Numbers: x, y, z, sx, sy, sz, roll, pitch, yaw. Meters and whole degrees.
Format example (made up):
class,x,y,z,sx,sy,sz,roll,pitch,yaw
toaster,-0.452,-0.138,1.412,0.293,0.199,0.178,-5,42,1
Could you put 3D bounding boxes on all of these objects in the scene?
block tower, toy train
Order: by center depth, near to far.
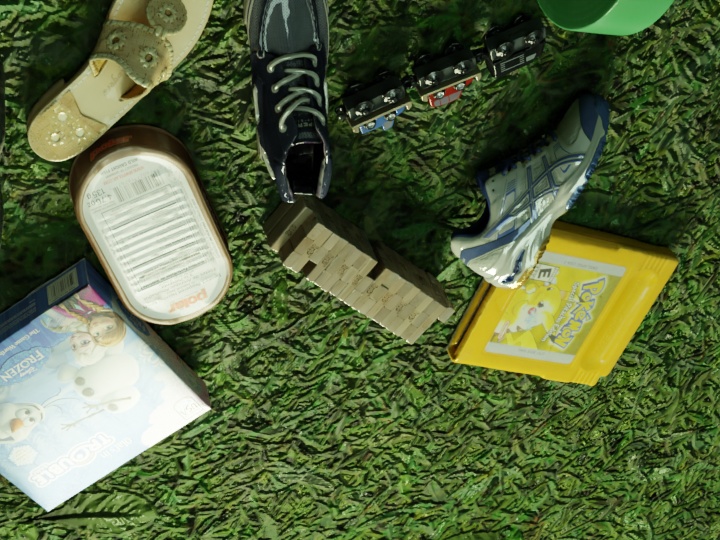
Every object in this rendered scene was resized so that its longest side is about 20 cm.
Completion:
class,x,y,z,sx,sy,sz,roll,pitch,yaw
toy train,0.071,-0.168,1.112,0.198,0.034,0.046,-23,143,-4
block tower,0.000,0.000,1.198,0.199,0.054,0.058,31,112,-35

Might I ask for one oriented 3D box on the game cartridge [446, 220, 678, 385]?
class,x,y,z,sx,sy,sz,roll,pitch,yaw
game cartridge,0.210,0.036,1.318,0.197,0.033,0.178,11,121,-26

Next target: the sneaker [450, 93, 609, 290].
class,x,y,z,sx,sy,sz,roll,pitch,yaw
sneaker,0.155,-0.083,1.180,0.087,0.075,0.202,29,99,-4

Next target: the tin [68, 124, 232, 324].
class,x,y,z,sx,sy,sz,roll,pitch,yaw
tin,-0.182,-0.035,1.116,0.111,0.042,0.202,-20,130,1

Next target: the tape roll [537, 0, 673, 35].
class,x,y,z,sx,sy,sz,roll,pitch,yaw
tape roll,0.190,-0.282,0.959,0.047,0.201,0.203,1,126,-20

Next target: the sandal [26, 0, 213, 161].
class,x,y,z,sx,sy,sz,roll,pitch,yaw
sandal,-0.182,-0.154,1.002,0.212,0.070,0.077,-44,128,15

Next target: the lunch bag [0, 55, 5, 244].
class,x,y,z,sx,sy,sz,roll,pitch,yaw
lunch bag,-0.333,-0.066,0.933,0.137,0.201,0.170,6,120,-20

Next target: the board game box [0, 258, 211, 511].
class,x,y,z,sx,sy,sz,roll,pitch,yaw
board game box,-0.275,0.113,1.186,0.199,0.044,0.199,-32,131,7

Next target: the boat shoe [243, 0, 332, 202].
class,x,y,z,sx,sy,sz,roll,pitch,yaw
boat shoe,-0.051,-0.152,1.037,0.074,0.093,0.202,-11,129,-12
